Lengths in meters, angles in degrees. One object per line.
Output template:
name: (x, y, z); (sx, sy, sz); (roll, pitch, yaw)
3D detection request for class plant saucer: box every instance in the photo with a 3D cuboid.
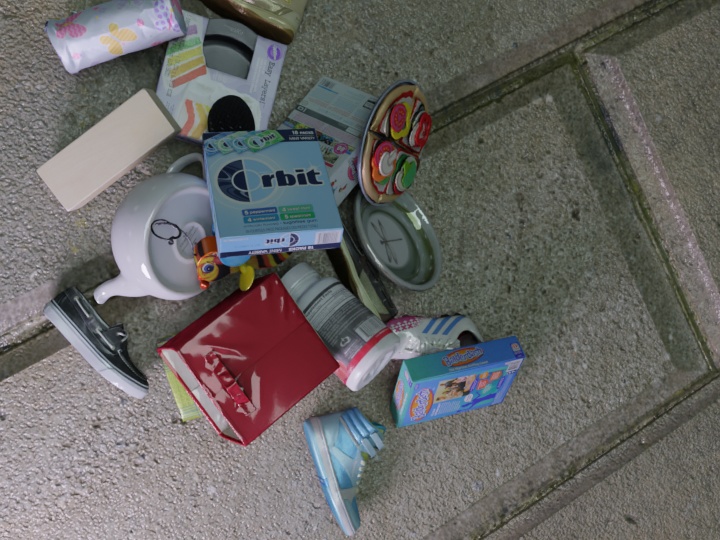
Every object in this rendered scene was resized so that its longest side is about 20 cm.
plant saucer: (0.051, -0.051, 1.346); (0.199, 0.050, 0.202); (28, 47, -34)

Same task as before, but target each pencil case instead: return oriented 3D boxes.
pencil case: (-0.358, -0.361, 1.222); (0.198, 0.091, 0.084); (-17, 132, 2)

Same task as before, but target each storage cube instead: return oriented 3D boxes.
storage cube: (-0.169, 0.128, 1.214); (0.179, 0.200, 0.172); (-38, 98, -20)

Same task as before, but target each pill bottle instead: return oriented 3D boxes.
pill bottle: (-0.043, 0.082, 1.290); (0.200, 0.111, 0.111); (42, 77, 15)

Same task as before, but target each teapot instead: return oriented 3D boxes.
teapot: (-0.295, -0.060, 1.231); (0.199, 0.145, 0.199); (-22, 118, -45)

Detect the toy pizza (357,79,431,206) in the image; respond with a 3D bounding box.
toy pizza: (0.060, -0.195, 1.286); (0.032, 0.200, 0.202); (20, 81, 27)

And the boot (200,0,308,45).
boot: (-0.165, -0.471, 1.312); (0.199, 0.073, 0.156); (27, 75, -4)

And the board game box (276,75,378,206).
board game box: (-0.055, -0.195, 1.293); (0.147, 0.064, 0.200); (29, 69, 30)

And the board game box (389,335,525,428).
board game box: (0.156, 0.184, 1.355); (0.198, 0.153, 0.045); (-10, 54, -17)

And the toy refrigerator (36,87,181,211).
toy refrigerator: (-0.368, -0.178, 1.222); (0.199, 0.070, 0.076); (-37, 99, 4)

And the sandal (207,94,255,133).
sandal: (-0.195, -0.171, 1.251); (0.074, 0.045, 0.202); (0, 73, -27)

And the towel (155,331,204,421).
towel: (-0.208, 0.143, 1.311); (0.198, 0.023, 0.145); (-20, 95, -15)

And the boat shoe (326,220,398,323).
boat shoe: (0.000, 0.000, 1.355); (0.064, 0.073, 0.201); (-29, 106, -20)

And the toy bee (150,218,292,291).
toy bee: (-0.196, -0.027, 1.183); (0.198, 0.132, 0.109); (13, 130, -7)

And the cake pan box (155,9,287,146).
cake pan box: (-0.224, -0.291, 1.301); (0.183, 0.052, 0.202); (16, 84, -18)

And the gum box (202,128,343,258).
gum box: (-0.127, -0.114, 1.160); (0.168, 0.045, 0.201); (-5, 52, -14)

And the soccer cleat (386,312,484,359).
soccer cleat: (0.113, 0.116, 1.355); (0.198, 0.086, 0.070); (-8, 124, -24)

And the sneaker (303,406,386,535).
sneaker: (-0.004, 0.317, 1.339); (0.129, 0.079, 0.202); (-19, 95, -15)

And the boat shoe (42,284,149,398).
boat shoe: (-0.381, 0.105, 1.234); (0.071, 0.072, 0.200); (-45, 99, -8)
